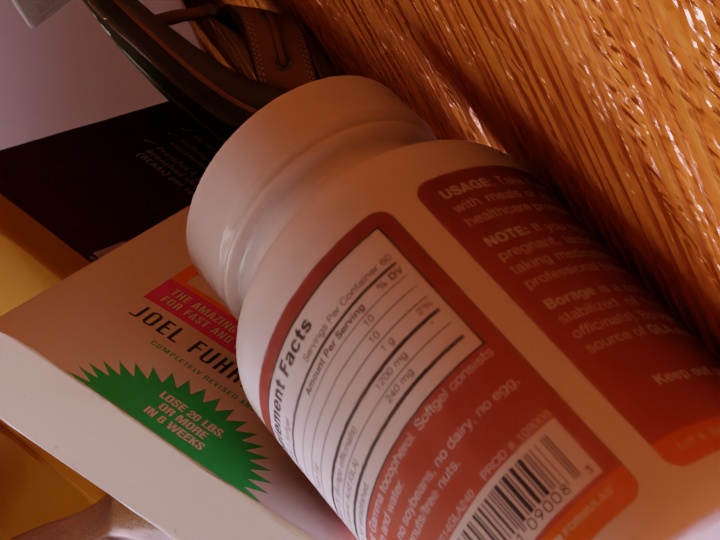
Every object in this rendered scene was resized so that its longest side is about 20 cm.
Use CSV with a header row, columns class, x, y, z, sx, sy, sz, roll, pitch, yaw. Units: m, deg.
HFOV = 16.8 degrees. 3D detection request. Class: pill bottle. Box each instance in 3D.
class,x,y,z,sx,sy,sz,roll,pitch,yaw
pill bottle,0.035,0.034,0.711,0.200,0.112,0.112,48,175,34

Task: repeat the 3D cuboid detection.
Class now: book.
class,x,y,z,sx,sy,sz,roll,pitch,yaw
book,-0.027,0.033,0.824,0.133,0.048,0.200,33,-152,10

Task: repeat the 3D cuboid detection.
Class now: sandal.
class,x,y,z,sx,sy,sz,roll,pitch,yaw
sandal,-0.030,-0.069,0.954,0.199,0.055,0.082,33,170,22

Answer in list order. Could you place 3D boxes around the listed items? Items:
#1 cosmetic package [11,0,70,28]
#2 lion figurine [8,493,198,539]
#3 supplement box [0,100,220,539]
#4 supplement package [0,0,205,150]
class,x,y,z,sx,sy,sz,roll,pitch,yaw
cosmetic package,-0.145,-0.183,0.946,0.113,0.081,0.200,52,177,11
lion figurine,-0.102,0.105,0.827,0.123,0.199,0.073,-81,-29,-61
supplement box,-0.067,0.050,0.955,0.197,0.133,0.200,36,-155,15
supplement package,-0.148,-0.073,1.235,0.200,0.151,0.151,153,92,-85
